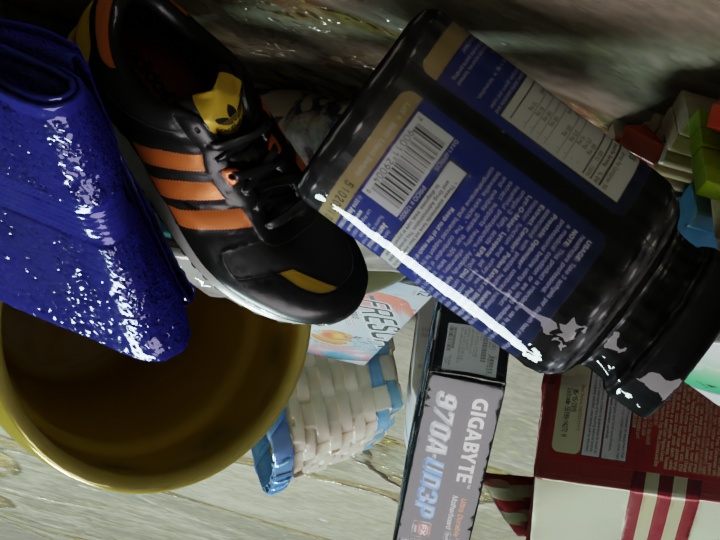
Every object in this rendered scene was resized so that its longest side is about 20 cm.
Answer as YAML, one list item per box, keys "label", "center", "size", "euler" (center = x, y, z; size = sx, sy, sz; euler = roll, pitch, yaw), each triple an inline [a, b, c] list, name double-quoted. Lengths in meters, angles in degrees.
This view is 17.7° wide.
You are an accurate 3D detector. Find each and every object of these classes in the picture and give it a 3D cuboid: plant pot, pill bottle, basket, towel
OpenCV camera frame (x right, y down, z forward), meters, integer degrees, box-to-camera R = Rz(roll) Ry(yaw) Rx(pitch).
- label: "plant pot"
  center: [-0.155, 0.019, 1.398]
  size: [0.200, 0.202, 0.189]
  euler: [18, 178, -26]
- label: "pill bottle"
  center: [0.079, -0.023, 1.097]
  size: [0.199, 0.112, 0.112]
  euler: [37, 162, 0]
- label: "basket"
  center: [-0.078, 0.085, 1.604]
  size: [0.199, 0.140, 0.176]
  euler: [-16, 169, -13]
- label: "towel"
  center: [-0.160, -0.047, 1.132]
  size: [0.147, 0.050, 0.201]
  euler: [22, 149, 29]

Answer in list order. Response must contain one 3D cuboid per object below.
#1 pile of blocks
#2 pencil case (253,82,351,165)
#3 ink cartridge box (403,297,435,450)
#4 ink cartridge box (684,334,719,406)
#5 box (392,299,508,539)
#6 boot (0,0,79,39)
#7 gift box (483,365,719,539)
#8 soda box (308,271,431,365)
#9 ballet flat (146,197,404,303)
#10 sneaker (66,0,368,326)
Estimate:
- label: "pile of blocks"
  center: [0.159, -0.047, 1.140]
  size: [0.062, 0.083, 0.200]
  euler: [14, 164, -16]
- label: "pencil case"
  center: [-0.013, -0.055, 1.218]
  size: [0.198, 0.078, 0.089]
  euler: [8, -169, 9]
- label: "ink cartridge box"
  center: [0.048, 0.123, 1.578]
  size: [0.057, 0.202, 0.163]
  euler: [11, 164, 2]
- label: "ink cartridge box"
  center: [0.249, 0.050, 1.178]
  size: [0.199, 0.050, 0.161]
  euler: [11, 165, 42]
- label: "box"
  center: [0.054, 0.087, 1.375]
  size: [0.046, 0.159, 0.201]
  euler: [10, 128, 1]
- label: "boot"
  center: [-0.216, -0.096, 1.227]
  size: [0.137, 0.078, 0.200]
  euler: [13, 166, -29]
- label: "gift box"
  center: [0.178, 0.089, 1.444]
  size: [0.198, 0.186, 0.187]
  euler: [11, 156, 9]
- label: "soda box"
  center: [0.000, 0.000, 1.420]
  size: [0.063, 0.069, 0.200]
  euler: [12, 163, -9]
- label: "ballet flat"
  center: [-0.036, -0.010, 1.281]
  size: [0.198, 0.070, 0.069]
  euler: [-6, 167, -12]
- label: "sneaker"
  center: [-0.067, -0.056, 1.128]
  size: [0.200, 0.070, 0.090]
  euler: [49, 159, 0]
